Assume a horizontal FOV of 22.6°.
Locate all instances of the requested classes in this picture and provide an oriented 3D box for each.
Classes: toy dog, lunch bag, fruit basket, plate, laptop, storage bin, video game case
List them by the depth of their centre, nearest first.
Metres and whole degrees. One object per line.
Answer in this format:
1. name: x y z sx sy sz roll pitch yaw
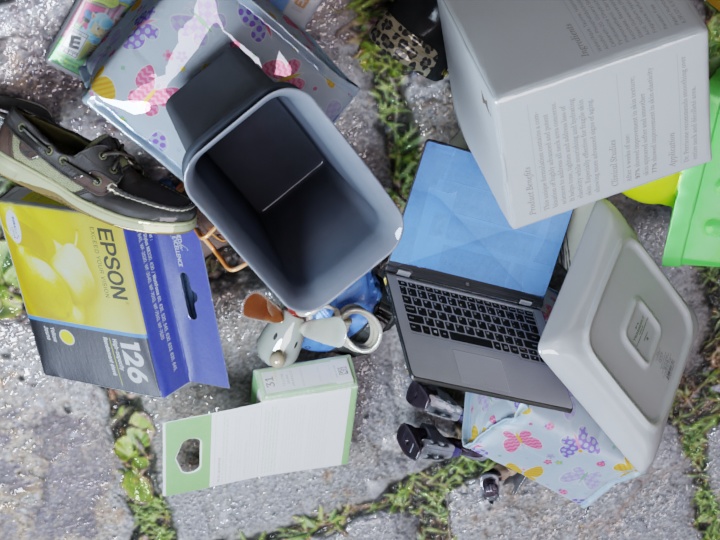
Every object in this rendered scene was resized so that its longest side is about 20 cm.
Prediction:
1. storage bin: -0.081 -0.080 1.506 0.145 0.134 0.200 -39 128 2
2. lunch bag: -0.125 -0.164 1.604 0.200 0.127 0.170 39 101 -21
3. video game case: -0.160 -0.225 1.651 0.199 0.022 0.183 26 107 -26
4. laptop: 0.129 0.007 1.687 0.186 0.201 0.116 13 134 -29
5. toy dog: -0.045 0.022 1.694 0.131 0.097 0.201 3 122 4
6. plate: 0.265 0.062 1.761 0.032 0.200 0.200 -11 132 42
7. fruit basket: 0.325 -0.112 1.797 0.214 0.155 0.217 10 114 22
8. lunch bag: 0.199 0.114 1.836 0.169 0.201 0.127 27 139 -24

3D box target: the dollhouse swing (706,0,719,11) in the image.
1. dollhouse swing: 0.430 -0.350 1.745 0.199 0.177 0.181 30 147 -27

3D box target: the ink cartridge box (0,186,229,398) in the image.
1. ink cartridge box: -0.231 0.024 1.683 0.199 0.047 0.199 9 123 30

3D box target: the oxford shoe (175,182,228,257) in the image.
1. oxford shoe: -0.130 -0.056 1.707 0.071 0.073 0.200 26 119 -36

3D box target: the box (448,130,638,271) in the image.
1. box: 0.183 -0.080 1.796 0.082 0.068 0.200 -45 119 8

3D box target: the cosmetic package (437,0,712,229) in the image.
1. cosmetic package: 0.192 -0.175 1.620 0.198 0.167 0.168 -18 139 -5

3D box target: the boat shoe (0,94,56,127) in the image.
1. boat shoe: -0.368 -0.135 1.618 0.198 0.057 0.067 8 115 -19

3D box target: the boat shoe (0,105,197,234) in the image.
1. boat shoe: -0.232 -0.087 1.572 0.199 0.073 0.065 19 109 8

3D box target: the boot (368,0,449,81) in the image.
1. boot: 0.120 -0.244 1.697 0.203 0.074 0.154 23 115 -29

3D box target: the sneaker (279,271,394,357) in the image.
1. sneaker: 0.000 -0.001 1.779 0.110 0.077 0.201 16 116 -16

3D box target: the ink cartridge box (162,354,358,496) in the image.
1. ink cartridge box: -0.105 0.158 1.821 0.198 0.048 0.146 -8 143 -12

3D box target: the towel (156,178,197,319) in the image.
1. towel: -0.209 0.004 1.718 0.111 0.049 0.201 6 124 25

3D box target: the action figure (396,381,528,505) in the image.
1. action figure: 0.135 0.181 1.920 0.199 0.069 0.131 16 94 -28
